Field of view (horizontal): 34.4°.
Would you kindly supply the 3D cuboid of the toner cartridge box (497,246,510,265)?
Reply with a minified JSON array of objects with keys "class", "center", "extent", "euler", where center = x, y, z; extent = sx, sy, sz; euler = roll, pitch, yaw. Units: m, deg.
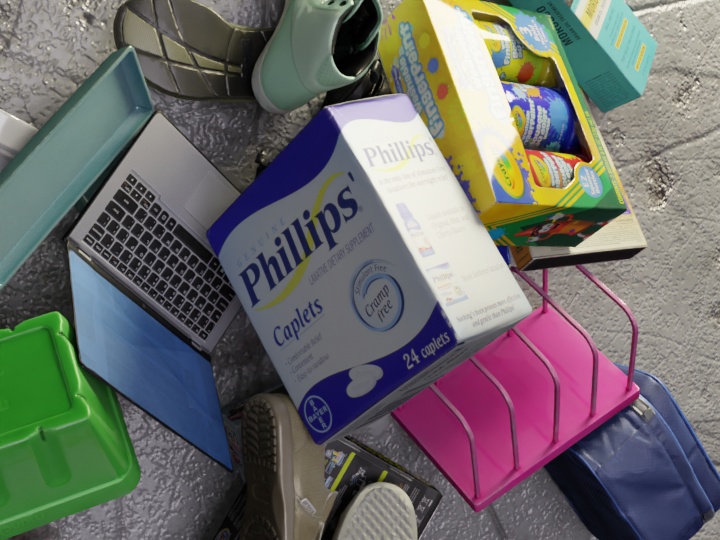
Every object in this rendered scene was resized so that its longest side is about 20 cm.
[{"class":"toner cartridge box","center":[0.041,-0.029,1.085],"extent":[0.198,0.043,0.096],"euler":[-15,104,-21]}]

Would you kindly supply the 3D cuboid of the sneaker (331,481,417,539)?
[{"class":"sneaker","center":[-0.009,0.285,0.986],"extent":[0.074,0.105,0.203],"euler":[17,63,-14]}]

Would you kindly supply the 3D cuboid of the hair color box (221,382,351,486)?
[{"class":"hair color box","center":[-0.049,0.205,1.069],"extent":[0.098,0.061,0.202],"euler":[-23,106,-18]}]

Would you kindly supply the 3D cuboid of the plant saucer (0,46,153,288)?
[{"class":"plant saucer","center":[-0.225,-0.081,0.868],"extent":[0.201,0.019,0.070],"euler":[-55,154,-29]}]

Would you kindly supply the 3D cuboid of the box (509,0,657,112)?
[{"class":"box","center":[0.201,-0.252,1.105],"extent":[0.200,0.049,0.083],"euler":[44,51,-24]}]

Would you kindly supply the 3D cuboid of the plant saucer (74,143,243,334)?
[{"class":"plant saucer","center":[-0.175,-0.024,1.002],"extent":[0.070,0.019,0.201],"euler":[-41,111,-14]}]

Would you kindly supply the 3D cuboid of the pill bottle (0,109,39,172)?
[{"class":"pill bottle","center":[-0.320,-0.032,0.883],"extent":[0.111,0.112,0.202],"euler":[25,86,-25]}]

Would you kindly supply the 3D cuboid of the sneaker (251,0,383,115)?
[{"class":"sneaker","center":[-0.011,-0.226,0.971],"extent":[0.073,0.117,0.203],"euler":[34,63,-36]}]

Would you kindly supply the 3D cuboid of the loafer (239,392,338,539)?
[{"class":"loafer","center":[-0.055,0.195,0.944],"extent":[0.068,0.075,0.203],"euler":[-8,107,-35]}]

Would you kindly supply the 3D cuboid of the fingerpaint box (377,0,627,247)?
[{"class":"fingerpaint box","center":[0.117,-0.126,0.975],"extent":[0.165,0.073,0.202],"euler":[1,63,-39]}]

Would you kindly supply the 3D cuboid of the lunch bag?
[{"class":"lunch bag","center":[0.278,0.194,1.174],"extent":[0.132,0.136,0.201],"euler":[-41,113,-13]}]

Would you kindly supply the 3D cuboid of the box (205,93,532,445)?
[{"class":"box","center":[0.000,0.000,0.902],"extent":[0.104,0.184,0.202],"euler":[-16,72,-47]}]

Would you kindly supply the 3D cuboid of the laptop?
[{"class":"laptop","center":[-0.132,0.017,0.923],"extent":[0.201,0.115,0.187],"euler":[-57,135,-13]}]

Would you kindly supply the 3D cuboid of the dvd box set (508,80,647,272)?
[{"class":"dvd box set","center":[0.171,-0.100,1.074],"extent":[0.145,0.029,0.202],"euler":[-6,68,-34]}]

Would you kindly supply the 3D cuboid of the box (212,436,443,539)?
[{"class":"box","center":[-0.042,0.244,1.021],"extent":[0.159,0.044,0.202],"euler":[31,87,-22]}]

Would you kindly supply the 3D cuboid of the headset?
[{"class":"headset","center":[-0.001,-0.122,1.047],"extent":[0.199,0.094,0.125],"euler":[-27,97,-35]}]

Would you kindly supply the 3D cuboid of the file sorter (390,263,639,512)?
[{"class":"file sorter","center":[0.139,0.089,1.070],"extent":[0.199,0.139,0.126],"euler":[-31,140,-17]}]

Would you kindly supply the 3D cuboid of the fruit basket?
[{"class":"fruit basket","center":[-0.275,0.133,0.865],"extent":[0.213,0.157,0.217],"euler":[-19,149,-12]}]

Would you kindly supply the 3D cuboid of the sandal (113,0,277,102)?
[{"class":"sandal","center":[-0.122,-0.178,0.987],"extent":[0.199,0.057,0.081],"euler":[7,89,-40]}]
